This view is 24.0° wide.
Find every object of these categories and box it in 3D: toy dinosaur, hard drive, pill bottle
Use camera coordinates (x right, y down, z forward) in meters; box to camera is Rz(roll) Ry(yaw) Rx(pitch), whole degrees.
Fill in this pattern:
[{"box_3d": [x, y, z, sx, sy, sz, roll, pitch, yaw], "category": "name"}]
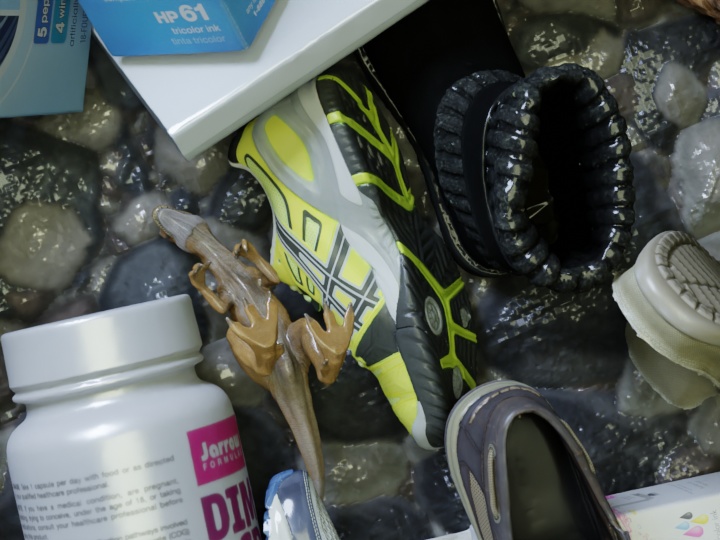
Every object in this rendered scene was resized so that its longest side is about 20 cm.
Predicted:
[{"box_3d": [-0.039, 0.047, 0.857, 0.060, 0.106, 0.200, -23, 86, -18], "category": "toy dinosaur"}, {"box_3d": [-0.032, -0.148, 0.841, 0.200, 0.132, 0.027, -34, 136, -6], "category": "hard drive"}, {"box_3d": [-0.109, 0.119, 0.829, 0.113, 0.113, 0.200, -13, 91, -7], "category": "pill bottle"}]

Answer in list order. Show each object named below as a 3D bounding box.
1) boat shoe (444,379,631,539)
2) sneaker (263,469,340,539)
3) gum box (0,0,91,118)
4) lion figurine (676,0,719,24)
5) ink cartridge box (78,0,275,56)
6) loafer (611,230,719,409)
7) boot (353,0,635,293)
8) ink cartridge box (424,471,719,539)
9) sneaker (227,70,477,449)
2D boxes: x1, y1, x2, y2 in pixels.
[{"box_3d": [0.097, 0.149, 0.805, 0.074, 0.073, 0.200, -26, 91, -7], "category": "boat shoe"}, {"box_3d": [0.016, 0.184, 0.844, 0.085, 0.077, 0.200, -25, 94, 1], "category": "sneaker"}, {"box_3d": [-0.193, -0.153, 0.759, 0.044, 0.200, 0.170, 15, 104, 27], "category": "gum box"}, {"box_3d": [0.142, -0.176, 0.883, 0.200, 0.073, 0.123, 0, 118, 3], "category": "lion figurine"}, {"box_3d": [-0.096, -0.218, 0.768, 0.085, 0.200, 0.145, 2, 51, 30], "category": "ink cartridge box"}, {"box_3d": [0.164, 0.032, 0.831, 0.068, 0.200, 0.076, -43, 68, 15], "category": "loafer"}, {"box_3d": [0.061, -0.089, 0.827, 0.079, 0.158, 0.211, -26, 93, -6], "category": "boot"}, {"box_3d": [0.128, 0.180, 0.879, 0.200, 0.067, 0.117, -11, 91, -6], "category": "ink cartridge box"}, {"box_3d": [0.000, 0.000, 0.874, 0.076, 0.075, 0.200, -20, 95, 24], "category": "sneaker"}]
